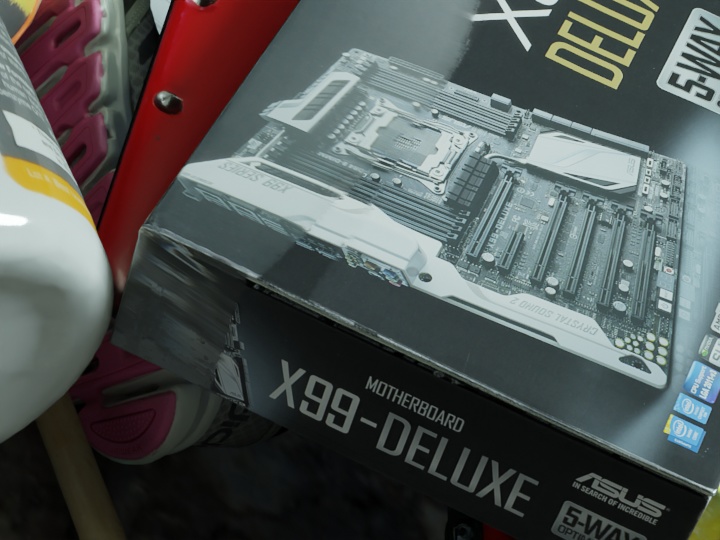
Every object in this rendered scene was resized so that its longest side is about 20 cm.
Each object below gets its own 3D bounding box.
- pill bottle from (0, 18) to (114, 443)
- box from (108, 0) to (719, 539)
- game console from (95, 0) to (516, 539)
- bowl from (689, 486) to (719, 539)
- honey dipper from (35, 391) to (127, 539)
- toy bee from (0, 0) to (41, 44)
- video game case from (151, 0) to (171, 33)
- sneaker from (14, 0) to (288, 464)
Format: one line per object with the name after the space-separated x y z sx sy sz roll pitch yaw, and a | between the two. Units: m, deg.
-0.151 -0.050 0.673 0.116 0.116 0.200 10 44 -48 | pill bottle
0.045 -0.023 0.703 0.158 0.050 0.200 26 45 6 | box
0.000 0.000 0.789 0.119 0.172 0.200 6 47 8 | game console
0.140 0.067 0.779 0.200 0.108 0.200 12 35 -9 | bowl
-0.083 0.052 0.719 0.038 0.038 0.200 15 38 -44 | honey dipper
-0.110 -0.153 0.784 0.109 0.200 0.131 -2 26 -26 | toy bee
-0.013 -0.066 0.958 0.181 0.045 0.200 38 29 -11 | video game case
-0.064 -0.024 0.806 0.087 0.074 0.200 15 45 -45 | sneaker
